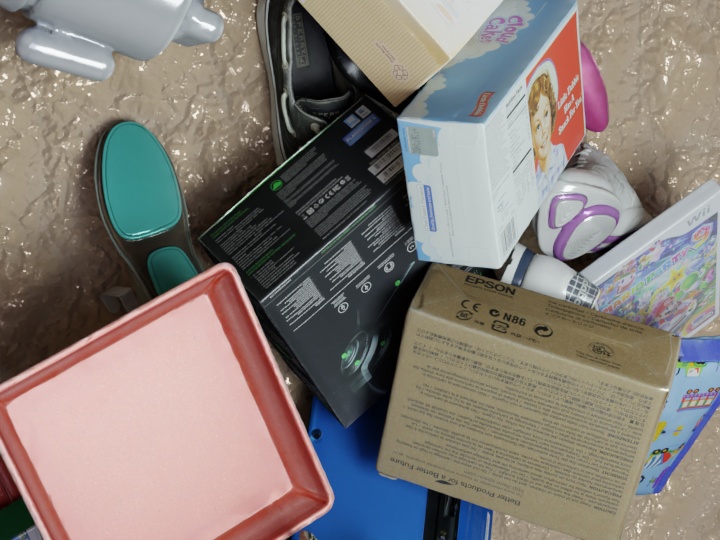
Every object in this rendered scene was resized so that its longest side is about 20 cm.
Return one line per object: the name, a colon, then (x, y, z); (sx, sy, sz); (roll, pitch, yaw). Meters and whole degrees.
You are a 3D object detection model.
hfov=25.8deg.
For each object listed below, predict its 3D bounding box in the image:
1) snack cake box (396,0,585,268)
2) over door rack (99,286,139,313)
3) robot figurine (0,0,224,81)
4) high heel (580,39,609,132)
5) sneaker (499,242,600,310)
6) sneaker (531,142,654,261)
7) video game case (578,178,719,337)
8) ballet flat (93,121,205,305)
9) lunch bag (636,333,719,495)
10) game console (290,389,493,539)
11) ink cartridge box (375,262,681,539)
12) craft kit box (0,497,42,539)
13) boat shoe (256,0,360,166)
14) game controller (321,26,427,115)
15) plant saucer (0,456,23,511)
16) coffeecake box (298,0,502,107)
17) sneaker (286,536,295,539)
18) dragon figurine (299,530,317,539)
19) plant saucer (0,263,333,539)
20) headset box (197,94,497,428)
snack cake box: (0.100, -0.104, 1.138); (0.200, 0.067, 0.116); (-52, 140, -48)
over door rack: (-0.174, 0.125, 1.164); (0.147, 0.067, 0.201); (-36, 92, -34)
robot figurine: (-0.187, -0.219, 1.099); (0.199, 0.113, 0.171); (19, 81, -26)
high heel: (0.122, -0.175, 1.262); (0.096, 0.067, 0.201); (-41, 111, -18)
sneaker: (0.153, 0.048, 1.286); (0.080, 0.200, 0.077); (16, 72, 13)
sneaker: (0.173, -0.060, 1.274); (0.075, 0.100, 0.200); (-35, 161, 17)
video game case: (0.251, 0.022, 1.347); (0.143, 0.018, 0.201); (-34, 147, -11)
ballet flat: (-0.156, -0.013, 1.181); (0.067, 0.064, 0.201); (-16, 73, -24)
lunch bag: (0.214, 0.110, 1.295); (0.149, 0.200, 0.095); (0, 61, -20)
game console: (0.033, 0.196, 1.294); (0.171, 0.117, 0.202); (60, 32, -51)
ink cartridge box: (0.124, 0.103, 1.188); (0.198, 0.075, 0.166); (17, 127, 9)
craft kit box: (-0.256, 0.277, 1.226); (0.199, 0.048, 0.199); (-31, 128, -14)
boat shoe: (-0.034, -0.125, 1.217); (0.070, 0.064, 0.202); (-21, 112, -16)
game controller: (0.038, -0.154, 1.199); (0.199, 0.042, 0.105); (25, 50, -45)
plant saucer: (-0.351, 0.152, 1.177); (0.199, 0.037, 0.201); (-26, 113, -14)
coffeecake box: (0.039, -0.241, 1.135); (0.154, 0.073, 0.200); (46, 49, -7)
sneaker: (-0.062, 0.228, 1.278); (0.199, 0.111, 0.077); (26, 94, -27)
dragon figurine: (0.007, 0.241, 1.153); (0.098, 0.059, 0.201); (-3, 130, 4)
plant saucer: (-0.140, 0.125, 1.093); (0.199, 0.037, 0.201); (-30, 107, -22)
headset box: (0.000, 0.000, 1.218); (0.174, 0.093, 0.200); (-41, 140, -8)
